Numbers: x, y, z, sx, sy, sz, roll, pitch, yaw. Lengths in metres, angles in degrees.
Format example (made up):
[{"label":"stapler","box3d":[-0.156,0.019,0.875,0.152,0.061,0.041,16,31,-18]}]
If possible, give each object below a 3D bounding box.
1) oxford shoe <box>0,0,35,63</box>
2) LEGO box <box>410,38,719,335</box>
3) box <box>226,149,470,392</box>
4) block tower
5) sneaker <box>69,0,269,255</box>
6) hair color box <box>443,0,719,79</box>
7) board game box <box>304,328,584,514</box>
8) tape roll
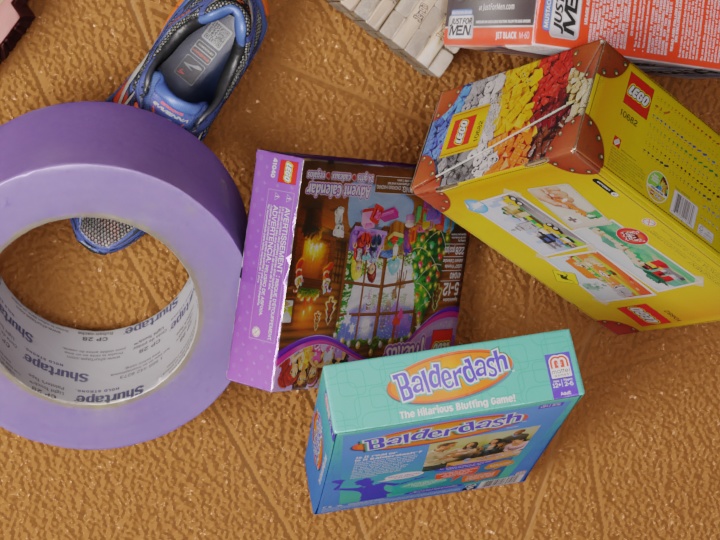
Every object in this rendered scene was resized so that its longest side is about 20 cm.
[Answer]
[{"label":"oxford shoe","box3d":[-0.213,-0.213,1.050,0.074,0.070,0.201,35,88,-5]},{"label":"LEGO box","box3d":[0.156,-0.044,1.055,0.199,0.148,0.078,33,64,-30]},{"label":"box","box3d":[0.000,0.000,1.059,0.039,0.199,0.139,12,98,34]},{"label":"block tower","box3d":[-0.018,-0.205,1.089,0.199,0.058,0.054,36,90,-13]},{"label":"sneaker","box3d":[-0.127,-0.100,1.069,0.075,0.078,0.201,28,97,-10]},{"label":"hair color box","box3d":[0.165,-0.160,1.069,0.198,0.111,0.065,5,95,-27]},{"label":"board game box","box3d":[0.046,0.099,1.065,0.150,0.200,0.045,-8,70,-9]},{"label":"tape roll","box3d":[-0.165,0.004,1.038,0.197,0.085,0.202,-3,121,-5]}]
